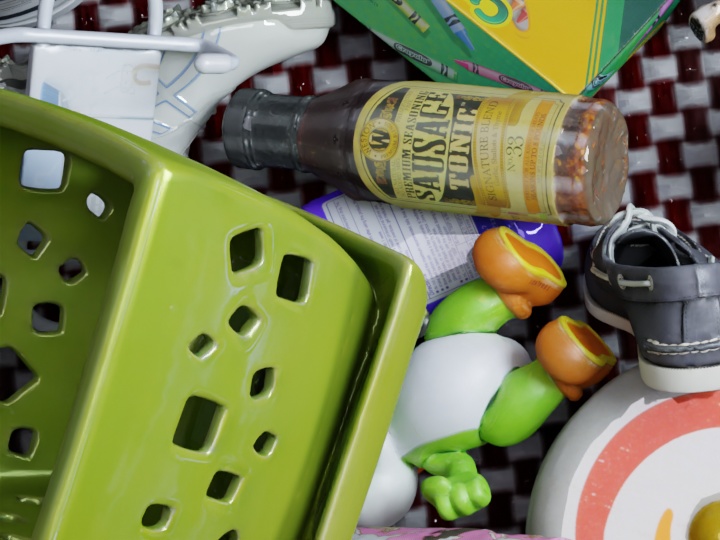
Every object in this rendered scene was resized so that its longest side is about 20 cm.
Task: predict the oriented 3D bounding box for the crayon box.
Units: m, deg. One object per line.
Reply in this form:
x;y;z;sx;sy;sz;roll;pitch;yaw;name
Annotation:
0.053;-0.163;1.307;0.200;0.058;0.119;39;56;6;crayon box

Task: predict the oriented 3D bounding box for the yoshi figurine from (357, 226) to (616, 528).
0.017;0.070;1.253;0.200;0.112;0.112;-40;111;18;yoshi figurine

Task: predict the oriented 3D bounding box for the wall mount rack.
-0.151;-0.054;1.246;0.174;0.075;0.200;0;106;-24;wall mount rack

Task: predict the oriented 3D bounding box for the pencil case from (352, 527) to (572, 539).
0.013;0.162;1.194;0.200;0.087;0.083;-1;100;34;pencil case

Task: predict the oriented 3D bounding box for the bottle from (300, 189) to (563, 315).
0.000;0.000;1.308;0.200;0.065;0.084;-23;76;0;bottle

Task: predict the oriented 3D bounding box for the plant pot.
-0.094;0.042;1.156;0.181;0.200;0.199;15;95;-37;plant pot

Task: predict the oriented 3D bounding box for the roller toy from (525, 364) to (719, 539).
0.172;0.132;1.246;0.182;0.140;0.200;-23;83;0;roller toy

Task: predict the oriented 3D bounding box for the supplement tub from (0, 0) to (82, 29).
-0.192;-0.200;1.275;0.140;0.200;0.140;0;83;2;supplement tub

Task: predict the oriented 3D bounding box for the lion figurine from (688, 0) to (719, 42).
0.211;-0.180;1.249;0.122;0.200;0.073;-28;81;-11;lion figurine

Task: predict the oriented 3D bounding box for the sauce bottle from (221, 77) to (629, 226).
0.029;-0.060;1.256;0.200;0.066;0.066;5;82;25;sauce bottle

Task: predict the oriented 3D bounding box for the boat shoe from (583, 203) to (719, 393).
0.147;-0.002;1.235;0.073;0.200;0.063;-9;108;-2;boat shoe

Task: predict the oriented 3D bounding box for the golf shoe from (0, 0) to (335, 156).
-0.101;-0.085;1.331;0.200;0.078;0.097;-17;98;6;golf shoe
